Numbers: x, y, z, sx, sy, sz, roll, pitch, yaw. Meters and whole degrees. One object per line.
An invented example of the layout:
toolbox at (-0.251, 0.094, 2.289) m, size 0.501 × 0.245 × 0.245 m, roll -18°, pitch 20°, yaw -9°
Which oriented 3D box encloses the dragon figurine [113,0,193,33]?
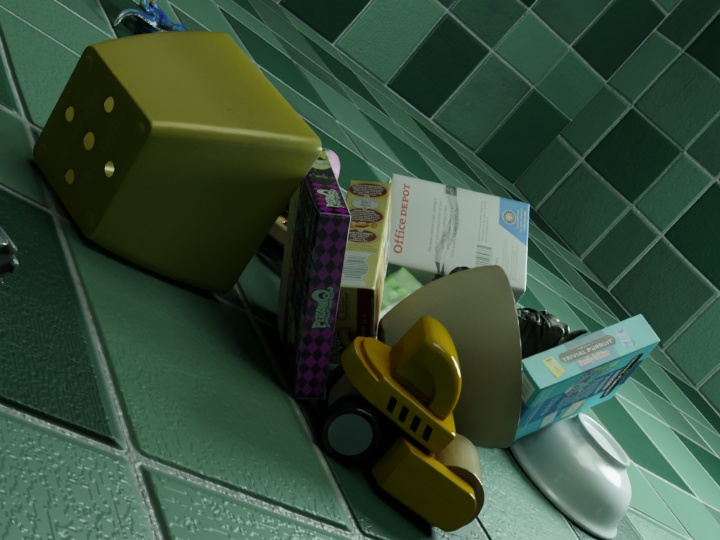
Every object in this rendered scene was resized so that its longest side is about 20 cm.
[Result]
dragon figurine at (-0.324, -0.392, 1.830) m, size 0.099 × 0.059 × 0.200 m, roll 42°, pitch 12°, yaw 0°

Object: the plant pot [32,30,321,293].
plant pot at (-0.196, -0.117, 1.105) m, size 0.176 × 0.200 × 0.200 m, roll 5°, pitch 38°, yaw -50°

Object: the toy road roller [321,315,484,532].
toy road roller at (0.062, 0.140, 1.103) m, size 0.200 × 0.146 × 0.123 m, roll 40°, pitch 14°, yaw -11°

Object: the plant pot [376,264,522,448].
plant pot at (0.089, 0.096, 1.237) m, size 0.134 × 0.201 × 0.200 m, roll -1°, pitch 24°, yaw -6°

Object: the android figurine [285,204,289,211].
android figurine at (-0.068, -0.087, 1.529) m, size 0.200 × 0.041 × 0.182 m, roll 30°, pitch -8°, yaw 13°

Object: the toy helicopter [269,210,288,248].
toy helicopter at (-0.102, -0.056, 1.447) m, size 0.132 × 0.079 × 0.200 m, roll 28°, pitch 7°, yaw -19°

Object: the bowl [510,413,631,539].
bowl at (0.299, 0.258, 1.524) m, size 0.201 × 0.090 × 0.201 m, roll 40°, pitch 13°, yaw -11°

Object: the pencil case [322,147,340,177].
pencil case at (-0.103, -0.160, 1.702) m, size 0.087 × 0.087 × 0.200 m, roll 46°, pitch 13°, yaw 16°

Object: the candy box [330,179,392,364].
candy box at (0.000, 0.000, 1.290) m, size 0.055 × 0.116 × 0.200 m, roll 6°, pitch 39°, yaw 5°

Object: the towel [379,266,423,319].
towel at (0.068, 0.093, 1.378) m, size 0.149 × 0.031 × 0.200 m, roll -25°, pitch 62°, yaw -38°

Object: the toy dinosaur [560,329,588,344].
toy dinosaur at (0.231, 0.137, 1.548) m, size 0.102 × 0.200 × 0.077 m, roll 25°, pitch 53°, yaw -25°

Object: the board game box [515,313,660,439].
board game box at (0.267, 0.141, 1.446) m, size 0.199 × 0.151 × 0.047 m, roll -18°, pitch 62°, yaw -28°

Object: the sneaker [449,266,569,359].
sneaker at (0.194, 0.060, 1.458) m, size 0.200 × 0.114 × 0.076 m, roll 57°, pitch -1°, yaw -19°

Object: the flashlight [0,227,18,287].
flashlight at (-0.328, -0.072, 0.829) m, size 0.200 × 0.068 × 0.068 m, roll 46°, pitch 13°, yaw 17°

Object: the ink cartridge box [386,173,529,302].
ink cartridge box at (0.120, -0.034, 1.526) m, size 0.199 × 0.084 × 0.145 m, roll 13°, pitch 58°, yaw -6°

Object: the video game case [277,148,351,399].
video game case at (-0.051, -0.002, 1.144) m, size 0.036 × 0.201 × 0.181 m, roll 3°, pitch 25°, yaw -12°
